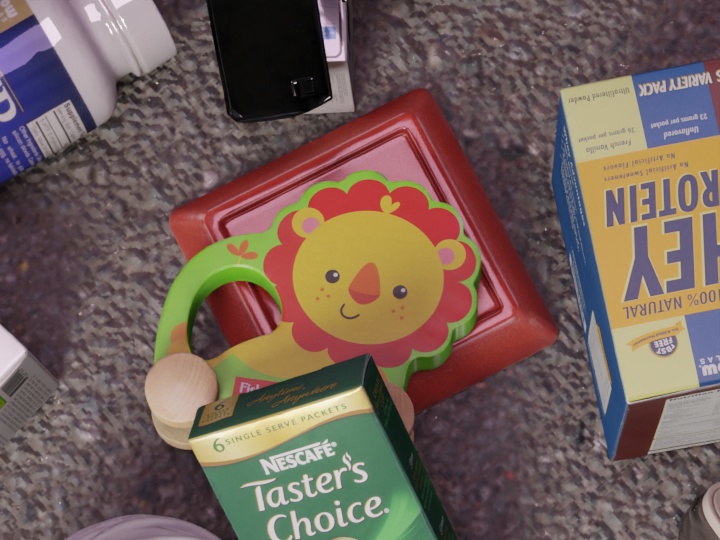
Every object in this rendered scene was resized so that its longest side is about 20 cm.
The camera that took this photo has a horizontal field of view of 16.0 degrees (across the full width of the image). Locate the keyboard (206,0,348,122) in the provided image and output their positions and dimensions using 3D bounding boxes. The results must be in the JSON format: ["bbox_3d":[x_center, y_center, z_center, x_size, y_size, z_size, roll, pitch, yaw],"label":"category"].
[{"bbox_3d":[-0.049,-0.197,1.608,0.104,0.040,0.201,-5,100,24],"label":"keyboard"}]

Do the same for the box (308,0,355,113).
[{"bbox_3d":[-0.037,-0.215,1.702,0.060,0.117,0.201,-2,75,2],"label":"box"}]

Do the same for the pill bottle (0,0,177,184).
[{"bbox_3d":[-0.228,-0.132,1.689,0.200,0.120,0.120,-32,77,-5],"label":"pill bottle"}]

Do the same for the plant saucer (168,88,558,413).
[{"bbox_3d":[0.000,0.000,1.688,0.200,0.037,0.200,-27,76,-3],"label":"plant saucer"}]

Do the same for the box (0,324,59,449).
[{"bbox_3d":[-0.307,0.036,1.654,0.200,0.113,0.101,41,83,12],"label":"box"}]

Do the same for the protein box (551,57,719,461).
[{"bbox_3d":[0.204,-0.004,1.594,0.135,0.200,0.199,-11,76,0],"label":"protein box"}]

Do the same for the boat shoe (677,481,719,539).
[{"bbox_3d":[0.266,0.224,1.595,0.067,0.057,0.200,-13,60,-35],"label":"boat shoe"}]

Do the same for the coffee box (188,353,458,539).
[{"bbox_3d":[-0.012,0.157,1.574,0.123,0.044,0.200,-16,114,17],"label":"coffee box"}]

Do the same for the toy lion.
[{"bbox_3d":[-0.026,0.026,1.638,0.199,0.069,0.192,7,70,5],"label":"toy lion"}]

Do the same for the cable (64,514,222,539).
[{"bbox_3d":[-0.126,0.248,1.562,0.200,0.069,0.200,57,40,0],"label":"cable"}]
